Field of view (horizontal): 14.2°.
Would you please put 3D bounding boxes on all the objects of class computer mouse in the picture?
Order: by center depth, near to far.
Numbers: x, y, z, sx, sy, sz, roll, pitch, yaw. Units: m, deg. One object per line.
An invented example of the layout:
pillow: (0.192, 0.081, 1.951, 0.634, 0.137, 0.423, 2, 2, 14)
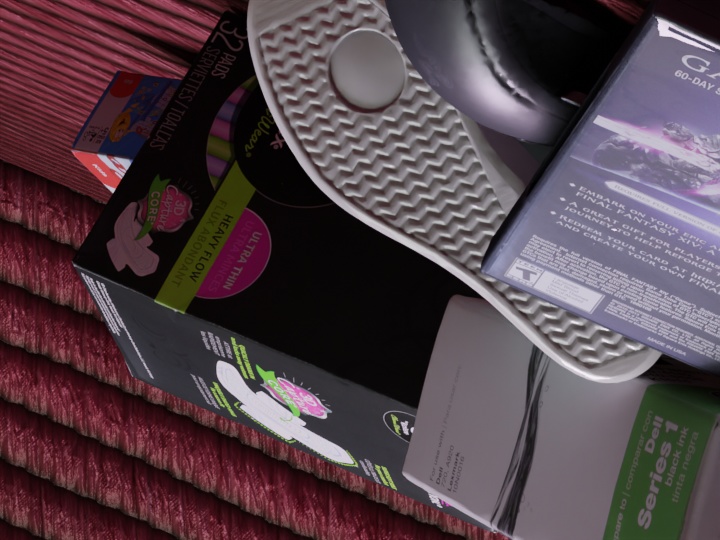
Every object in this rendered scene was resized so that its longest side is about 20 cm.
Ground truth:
computer mouse: (0.095, -0.050, 0.979, 0.140, 0.046, 0.200, 23, 177, 44)

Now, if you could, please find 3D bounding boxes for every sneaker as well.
sneaker: (0.046, -0.051, 1.090, 0.200, 0.074, 0.118, 44, -154, -2)

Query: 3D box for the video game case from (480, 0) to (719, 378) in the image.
video game case: (0.131, -0.015, 0.937, 0.143, 0.019, 0.200, 24, 153, -3)

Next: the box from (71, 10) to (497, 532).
box: (0.000, 0.000, 1.313, 0.200, 0.149, 0.124, 23, 160, 19)

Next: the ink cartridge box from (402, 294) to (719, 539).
ink cartridge box: (0.129, 0.077, 1.127, 0.146, 0.085, 0.200, 10, -172, -30)

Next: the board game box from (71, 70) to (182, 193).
board game box: (-0.027, -0.019, 1.564, 0.196, 0.056, 0.200, 11, 153, 47)
